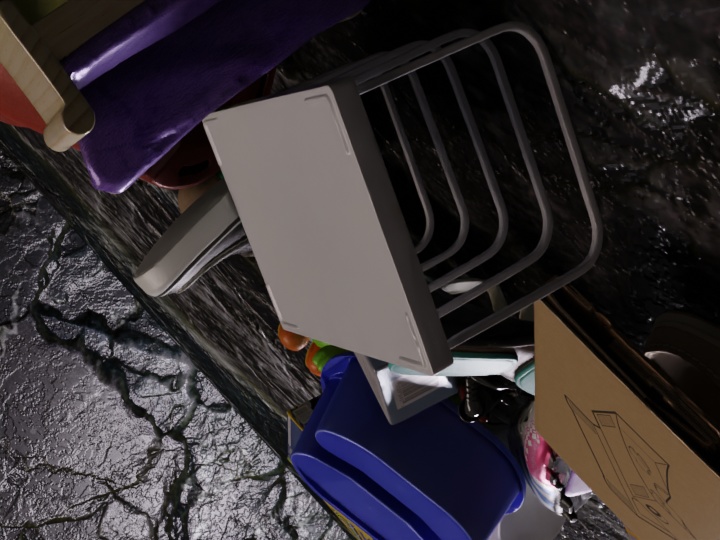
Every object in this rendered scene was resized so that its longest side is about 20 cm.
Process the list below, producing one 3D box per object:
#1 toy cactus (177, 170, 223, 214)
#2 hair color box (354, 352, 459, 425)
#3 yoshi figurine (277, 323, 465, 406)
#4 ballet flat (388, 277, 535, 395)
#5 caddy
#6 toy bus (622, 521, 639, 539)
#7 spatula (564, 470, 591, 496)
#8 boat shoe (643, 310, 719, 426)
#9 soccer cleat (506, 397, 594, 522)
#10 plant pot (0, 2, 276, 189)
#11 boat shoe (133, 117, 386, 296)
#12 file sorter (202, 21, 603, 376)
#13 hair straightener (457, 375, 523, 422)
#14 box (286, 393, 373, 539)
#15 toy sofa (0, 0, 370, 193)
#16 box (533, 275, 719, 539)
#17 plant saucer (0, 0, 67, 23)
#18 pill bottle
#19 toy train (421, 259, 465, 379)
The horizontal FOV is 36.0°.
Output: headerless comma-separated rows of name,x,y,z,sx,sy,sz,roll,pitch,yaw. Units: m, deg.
toy cactus,-0.151,-0.096,0.955,0.200,0.101,0.168,112,145,-78
hair color box,0.000,0.000,0.813,0.202,0.060,0.099,62,174,29
yoshi figurine,0.009,0.104,1.026,0.198,0.112,0.114,21,121,40
ballet flat,0.103,0.042,0.716,0.197,0.069,0.068,15,152,-28
caddy,0.040,0.151,0.908,0.199,0.105,0.141,39,148,-3
toy bus,0.235,0.188,0.785,0.078,0.065,0.201,33,161,44
spatula,0.188,0.117,0.772,0.201,0.056,0.021,101,154,-63
boat shoe,0.223,0.110,0.607,0.200,0.069,0.074,46,165,0
soccer cleat,0.144,0.131,0.874,0.086,0.070,0.201,44,164,33
plant pot,-0.173,-0.163,0.768,0.194,0.202,0.202,29,160,23
boat shoe,-0.058,-0.041,0.720,0.064,0.200,0.070,53,156,-15
file sorter,0.018,-0.047,0.603,0.199,0.123,0.141,9,123,66
hair straightener,0.105,0.079,0.835,0.041,0.077,0.200,54,-175,13
box,0.008,0.202,1.045,0.200,0.064,0.071,42,142,40
toy sofa,-0.071,-0.129,0.532,0.098,0.199,0.083,55,162,-13
box,0.158,0.106,0.617,0.164,0.021,0.201,47,167,27
plant saucer,-0.130,-0.176,0.642,0.200,0.201,0.031,42,-164,12
pill bottle,0.099,0.185,1.058,0.199,0.110,0.110,28,157,50
toy train,0.018,0.027,0.938,0.199,0.086,0.114,27,170,44
